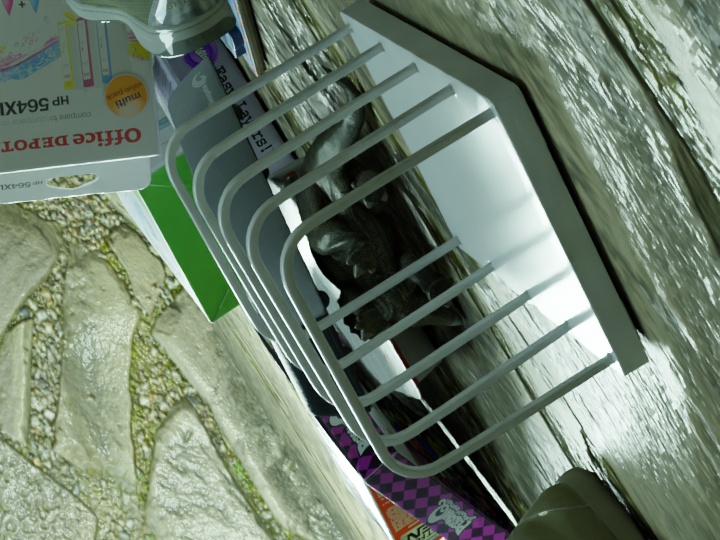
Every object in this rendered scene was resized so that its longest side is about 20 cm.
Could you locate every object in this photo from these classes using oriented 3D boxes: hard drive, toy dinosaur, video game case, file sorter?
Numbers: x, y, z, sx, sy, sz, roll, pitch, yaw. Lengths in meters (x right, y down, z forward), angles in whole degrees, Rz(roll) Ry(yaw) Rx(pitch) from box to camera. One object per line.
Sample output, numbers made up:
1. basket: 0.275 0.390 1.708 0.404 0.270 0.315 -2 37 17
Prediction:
1. hard drive: -0.056 -0.015 1.332 0.135 0.042 0.200 68 177 -57
2. toy dinosaur: -0.005 -0.021 1.260 0.200 0.077 0.102 59 166 -28
3. video game case: 0.020 0.112 1.571 0.200 0.036 0.181 40 -170 -49
4. file sorter: 0.011 -0.014 1.001 0.139 0.124 0.200 61 172 -24

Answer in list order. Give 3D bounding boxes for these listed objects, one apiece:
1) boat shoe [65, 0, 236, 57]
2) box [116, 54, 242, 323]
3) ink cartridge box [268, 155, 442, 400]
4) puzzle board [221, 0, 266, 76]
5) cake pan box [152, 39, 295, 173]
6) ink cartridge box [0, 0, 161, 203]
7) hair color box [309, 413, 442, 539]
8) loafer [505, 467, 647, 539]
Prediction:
1. boat shoe: -0.141 -0.189 1.389 0.202 0.074 0.065 41 155 56
2. box: -0.158 -0.089 1.918 0.177 0.097 0.200 50 170 38
3. ink cartridge box: 0.000 0.000 1.435 0.161 0.050 0.200 59 170 -4
4. puzzle board: -0.115 -0.221 1.408 0.151 0.017 0.200 55 171 22
5. cake pan box: -0.088 -0.079 1.671 0.184 0.052 0.200 60 173 5
6. ink cartridge box: -0.216 -0.151 1.630 0.125 0.128 0.201 -154 58 -80
7. hair color box: 0.006 0.132 1.851 0.111 0.064 0.200 48 166 48
8. loafer: 0.139 0.184 1.159 0.200 0.068 0.076 50 168 50
